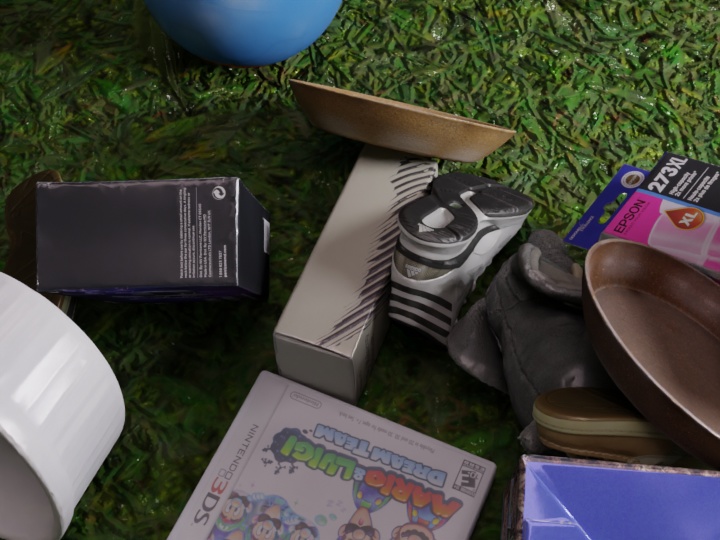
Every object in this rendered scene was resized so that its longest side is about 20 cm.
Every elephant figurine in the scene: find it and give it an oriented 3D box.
[{"bbox_3d":[0.135,0.043,0.842,0.141,0.156,0.201,-35,59,-3],"label":"elephant figurine"}]

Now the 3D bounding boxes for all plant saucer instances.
[{"bbox_3d":[0.032,-0.124,0.958,0.197,0.200,0.036,15,99,12],"label":"plant saucer"},{"bbox_3d":[0.214,0.060,0.708,0.198,0.035,0.201,25,32,-17],"label":"plant saucer"}]

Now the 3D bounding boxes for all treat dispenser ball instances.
[{"bbox_3d":[-0.108,-0.289,1.037,0.197,0.202,0.203,-1,54,2],"label":"treat dispenser ball"}]

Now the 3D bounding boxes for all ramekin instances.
[{"bbox_3d":[-0.261,0.089,0.788,0.198,0.202,0.098,21,50,17],"label":"ramekin"}]

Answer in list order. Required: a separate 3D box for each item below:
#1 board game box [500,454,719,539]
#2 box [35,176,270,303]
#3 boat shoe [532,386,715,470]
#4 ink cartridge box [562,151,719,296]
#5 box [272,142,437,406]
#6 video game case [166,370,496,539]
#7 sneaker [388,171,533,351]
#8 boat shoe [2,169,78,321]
[{"bbox_3d":[0.166,0.179,0.686,0.157,0.200,0.098,4,74,5],"label":"board game box"},{"bbox_3d":[-0.146,-0.017,0.846,0.139,0.200,0.080,1,86,2],"label":"box"},{"bbox_3d":[0.187,0.117,0.725,0.073,0.199,0.064,20,97,51],"label":"boat shoe"},{"bbox_3d":[0.252,-0.034,0.839,0.199,0.037,0.095,22,61,43],"label":"ink cartridge box"},{"bbox_3d":[0.000,0.000,0.905,0.067,0.083,0.202,16,58,13],"label":"box"},{"bbox_3d":[-0.025,0.182,0.812,0.198,0.024,0.183,20,58,15],"label":"video game case"},{"bbox_3d":[0.071,-0.007,0.913,0.075,0.117,0.200,25,26,21],"label":"sneaker"},{"bbox_3d":[-0.245,-0.002,0.906,0.071,0.066,0.202,-28,42,7],"label":"boat shoe"}]
